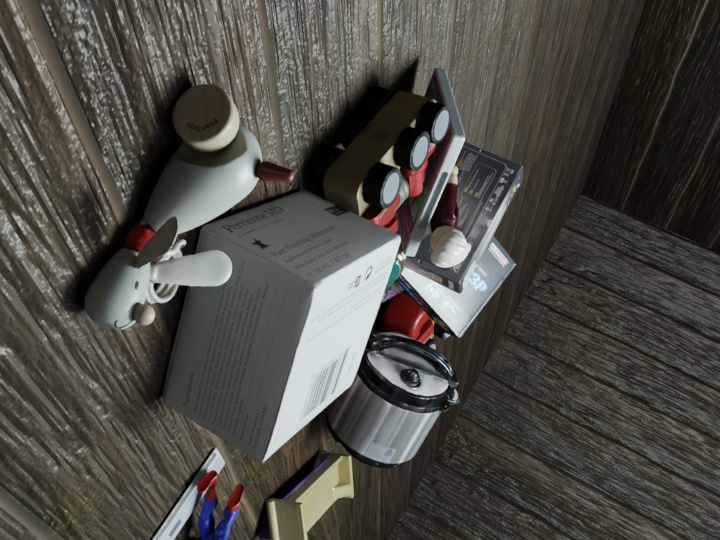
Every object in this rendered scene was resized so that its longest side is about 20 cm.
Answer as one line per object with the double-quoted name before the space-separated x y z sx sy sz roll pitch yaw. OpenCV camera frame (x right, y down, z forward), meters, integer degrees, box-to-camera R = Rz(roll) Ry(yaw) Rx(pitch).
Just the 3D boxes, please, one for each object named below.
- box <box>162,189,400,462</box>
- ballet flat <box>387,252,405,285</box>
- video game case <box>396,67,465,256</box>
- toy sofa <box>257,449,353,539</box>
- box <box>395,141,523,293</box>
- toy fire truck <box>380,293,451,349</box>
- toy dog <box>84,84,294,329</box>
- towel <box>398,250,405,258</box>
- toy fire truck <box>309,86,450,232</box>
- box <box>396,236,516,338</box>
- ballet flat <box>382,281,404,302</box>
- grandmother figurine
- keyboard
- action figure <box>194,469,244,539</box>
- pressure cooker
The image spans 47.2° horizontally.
"box" -0.077 0.047 0.842 0.199 0.130 0.202 -32 144 -60
"ballet flat" 0.000 0.000 1.050 0.200 0.067 0.073 -48 -161 53
"video game case" 0.083 -0.138 1.070 0.201 0.017 0.144 111 -20 -43
"toy sofa" -0.094 0.383 1.395 0.200 0.097 0.084 -29 117 -62
"box" 0.121 -0.090 1.191 0.201 0.157 0.048 -60 162 -12
"toy fire truck" 0.124 0.044 1.433 0.176 0.128 0.201 -44 145 -27
"toy dog" -0.123 -0.038 0.643 0.202 0.096 0.132 -67 163 9
"towel" 0.004 0.064 1.191 0.147 0.030 0.200 -56 179 -26
"toy fire truck" 0.019 -0.095 0.986 0.176 0.128 0.201 -53 150 -32
"box" 0.134 -0.018 1.286 0.159 0.046 0.200 -50 117 -13
"ballet flat" 0.086 -0.029 1.322 0.202 0.071 0.069 -65 159 4
"grandmother figurine" 0.106 -0.082 1.091 0.122 0.060 0.201 84 2 -47
"keyboard" -0.226 0.307 0.990 0.201 0.011 0.056 -56 166 -25
"action figure" -0.197 0.347 1.023 0.099 0.065 0.201 -55 165 -45
"pressure cooker" 0.054 0.197 1.341 0.175 0.179 0.201 -7 132 -46
